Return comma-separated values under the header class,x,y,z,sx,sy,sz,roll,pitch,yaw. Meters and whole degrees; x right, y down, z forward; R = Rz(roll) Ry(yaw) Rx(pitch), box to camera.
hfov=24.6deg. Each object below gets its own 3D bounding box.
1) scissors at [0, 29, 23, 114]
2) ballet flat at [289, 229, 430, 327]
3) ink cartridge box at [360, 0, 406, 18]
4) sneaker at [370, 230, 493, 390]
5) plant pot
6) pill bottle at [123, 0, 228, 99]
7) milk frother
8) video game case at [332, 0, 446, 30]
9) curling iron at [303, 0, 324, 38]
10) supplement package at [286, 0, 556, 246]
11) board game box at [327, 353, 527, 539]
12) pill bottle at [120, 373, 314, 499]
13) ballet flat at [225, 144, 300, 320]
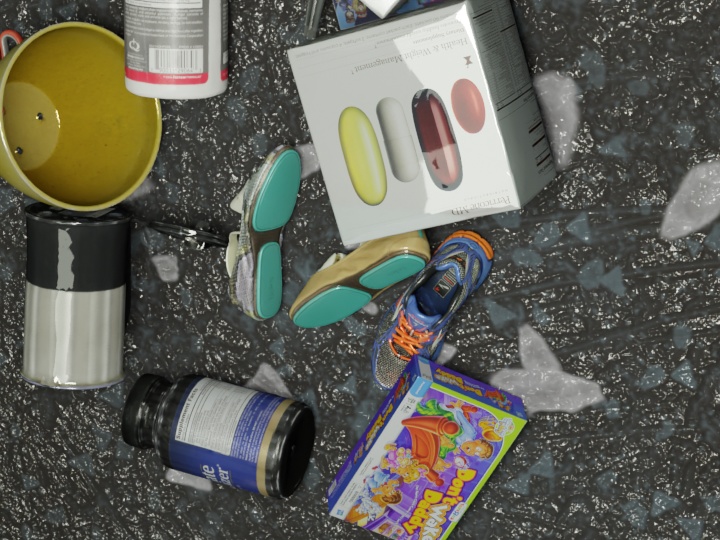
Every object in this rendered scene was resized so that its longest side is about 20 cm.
class,x,y,z,sx,sy,sz,roll,pitch,yaw
scissors,-0.412,-0.177,1.901,0.073,0.014,0.200,5,106,18
ballet flat,0.000,0.000,1.772,0.200,0.069,0.063,-28,53,37
ink cartridge box,0.001,-0.365,1.606,0.200,0.083,0.145,42,108,-3
sneaker,0.063,0.046,1.750,0.075,0.078,0.200,33,114,10
plant pot,-0.338,-0.161,1.798,0.142,0.200,0.200,-2,106,49
pill bottle,-0.193,-0.286,1.732,0.111,0.111,0.200,8,108,19
milk frother,-0.258,0.027,1.805,0.200,0.180,0.188,13,107,31
video game case,0.049,-0.349,1.671,0.200,0.023,0.182,-11,101,22
curling iron,-0.041,-0.337,1.680,0.050,0.026,0.200,8,107,11
supplement package,0.062,-0.151,1.612,0.191,0.147,0.200,-12,101,23
board game box,0.069,0.200,1.780,0.134,0.045,0.200,23,116,-17
pill bottle,-0.161,0.179,1.857,0.200,0.112,0.112,13,110,17
ballet flat,-0.115,-0.046,1.801,0.072,0.072,0.200,14,109,17
